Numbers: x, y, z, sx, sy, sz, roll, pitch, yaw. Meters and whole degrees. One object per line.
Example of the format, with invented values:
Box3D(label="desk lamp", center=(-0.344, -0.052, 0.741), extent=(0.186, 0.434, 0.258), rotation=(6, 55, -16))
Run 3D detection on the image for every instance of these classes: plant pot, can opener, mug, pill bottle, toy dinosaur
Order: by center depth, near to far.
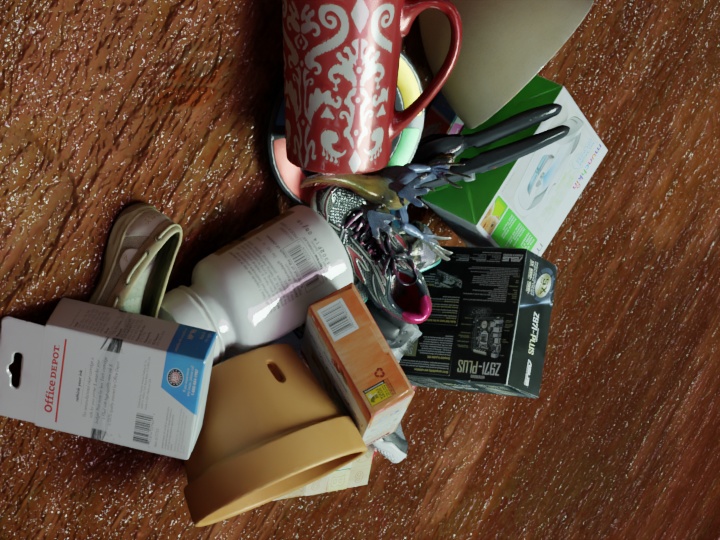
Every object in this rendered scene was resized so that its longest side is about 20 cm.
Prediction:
Box3D(label="mug", center=(-0.002, -0.202, 1.507), extent=(0.133, 0.177, 0.201), rotation=(-24, 124, -51))
Box3D(label="plant pot", center=(-0.110, 0.168, 1.603), extent=(0.199, 0.141, 0.200), rotation=(-24, 168, -5))
Box3D(label="pill bottle", center=(-0.117, 0.024, 1.604), extent=(0.199, 0.114, 0.115), rotation=(-31, 138, -23))
Box3D(label="toy dinosaur", center=(0.045, -0.101, 1.615), extent=(0.105, 0.199, 0.182), rotation=(-53, -167, 17))
Box3D(label="plant pot", center=(0.143, -0.277, 1.688), extent=(0.200, 0.134, 0.200), rotation=(-46, -173, 8))
Box3D(label="can opener", center=(0.145, -0.140, 1.742), extent=(0.199, 0.079, 0.064), rotation=(-15, 102, -1))

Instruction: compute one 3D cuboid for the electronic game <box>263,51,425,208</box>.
Box3D(label="electronic game", center=(-0.015, -0.157, 1.634), extent=(0.199, 0.042, 0.201), rotation=(-15, 120, -28))

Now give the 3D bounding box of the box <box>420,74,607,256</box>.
Box3D(label="box", center=(0.190, -0.120, 1.856), extent=(0.201, 0.096, 0.176), rotation=(-57, 145, -6))

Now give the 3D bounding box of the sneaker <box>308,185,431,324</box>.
Box3D(label="sneaker", center=(0.019, -0.027, 1.650), extent=(0.081, 0.075, 0.200), rotation=(-40, 117, -5))

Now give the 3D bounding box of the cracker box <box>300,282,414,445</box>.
Box3D(label="cracker box", center=(-0.007, 0.108, 1.625), extent=(0.057, 0.134, 0.200), rotation=(-28, 167, -12))

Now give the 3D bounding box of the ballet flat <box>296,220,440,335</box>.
Box3D(label="ballet flat", center=(0.000, 0.000, 1.735), extent=(0.200, 0.072, 0.072), rotation=(-30, 138, -17))

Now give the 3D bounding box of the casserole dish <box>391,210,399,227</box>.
Box3D(label="casserole dish", center=(0.008, -0.090, 1.761), extent=(0.121, 0.039, 0.201), rotation=(-20, 130, -45))

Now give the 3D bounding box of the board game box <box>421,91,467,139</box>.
Box3D(label="board game box", center=(0.156, -0.184, 1.885), extent=(0.200, 0.040, 0.154), rotation=(24, 95, -57))

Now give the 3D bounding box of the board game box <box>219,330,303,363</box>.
Box3D(label="board game box", center=(-0.093, 0.060, 1.757), extent=(0.199, 0.019, 0.104), rotation=(-7, 121, -51))

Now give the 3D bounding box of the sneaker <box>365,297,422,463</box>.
Box3D(label="sneaker", center=(0.030, 0.116, 1.758), extent=(0.113, 0.201, 0.075), rotation=(-28, 173, 4))

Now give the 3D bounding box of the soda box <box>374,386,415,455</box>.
Box3D(label="soda box", center=(0.012, 0.166, 1.931), extent=(0.201, 0.070, 0.063), rotation=(-58, 149, -3))

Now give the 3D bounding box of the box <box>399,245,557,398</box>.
Box3D(label="box", center=(0.121, 0.059, 1.814), extent=(0.086, 0.199, 0.165), rotation=(25, 71, -54))

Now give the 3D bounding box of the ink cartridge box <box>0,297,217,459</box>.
Box3D(label="ink cartridge box", center=(-0.250, 0.100, 1.477), extent=(0.068, 0.199, 0.117), rotation=(-75, 178, -66))

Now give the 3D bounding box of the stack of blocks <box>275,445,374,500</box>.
Box3D(label="stack of blocks", center=(-0.098, 0.211, 1.775), extent=(0.199, 0.115, 0.059), rotation=(-5, 120, -31))

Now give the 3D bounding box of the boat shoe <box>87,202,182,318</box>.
Box3D(label="boat shoe", center=(-0.227, 0.035, 1.518), extent=(0.073, 0.063, 0.202), rotation=(-2, 116, -52))
